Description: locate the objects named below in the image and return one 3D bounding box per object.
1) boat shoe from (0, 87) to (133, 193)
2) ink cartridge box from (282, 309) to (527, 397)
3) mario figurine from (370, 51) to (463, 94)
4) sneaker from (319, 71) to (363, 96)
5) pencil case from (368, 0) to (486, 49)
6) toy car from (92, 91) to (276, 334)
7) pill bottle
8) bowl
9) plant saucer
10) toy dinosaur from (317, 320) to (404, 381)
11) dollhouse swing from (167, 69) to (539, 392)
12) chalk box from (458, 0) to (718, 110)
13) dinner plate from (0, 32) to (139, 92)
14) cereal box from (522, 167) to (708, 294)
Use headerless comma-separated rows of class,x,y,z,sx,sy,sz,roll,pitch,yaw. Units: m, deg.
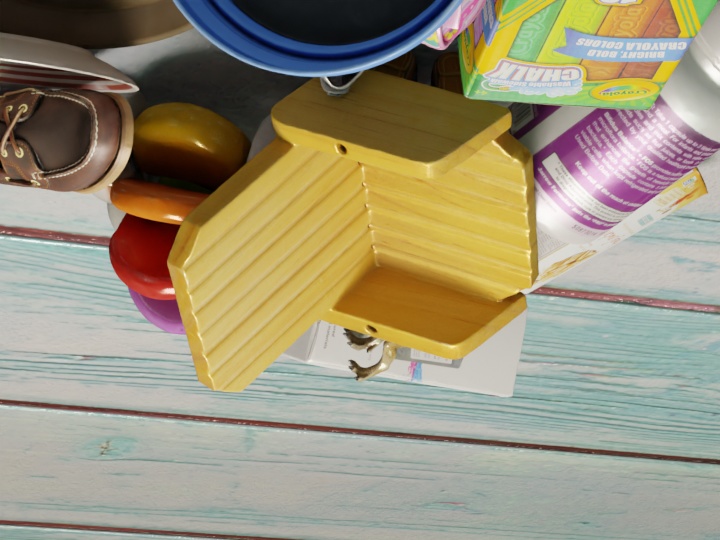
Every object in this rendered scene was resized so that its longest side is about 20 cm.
boat shoe,-0.224,-0.089,1.393,0.070,0.071,0.200,8,173,-33
ink cartridge box,0.015,0.043,1.692,0.199,0.086,0.147,10,-179,-31
mario figurine,0.046,-0.068,1.464,0.106,0.123,0.200,-41,155,-18
sneaker,0.008,-0.179,1.252,0.074,0.082,0.200,1,156,-8
pencil case,-0.021,-0.188,1.137,0.199,0.088,0.087,22,161,15
toy car,-0.117,-0.031,1.458,0.174,0.150,0.200,10,159,14
pill bottle,0.191,-0.113,1.365,0.112,0.113,0.200,19,136,-40
bowl,-0.019,-0.204,1.073,0.200,0.201,0.039,-11,-177,19
plant saucer,-0.173,-0.198,1.260,0.199,0.030,0.200,-3,156,-1
toy dinosaur,0.034,0.041,1.558,0.101,0.058,0.200,-32,142,15
dollhouse swing,0.000,0.000,1.351,0.181,0.176,0.200,17,143,21
chalk box,0.127,-0.176,1.219,0.124,0.124,0.200,1,156,-9
dinner plate,-0.242,-0.139,1.323,0.199,0.024,0.200,6,-179,0
cereal box,0.163,-0.031,1.527,0.200,0.040,0.144,-31,171,10
